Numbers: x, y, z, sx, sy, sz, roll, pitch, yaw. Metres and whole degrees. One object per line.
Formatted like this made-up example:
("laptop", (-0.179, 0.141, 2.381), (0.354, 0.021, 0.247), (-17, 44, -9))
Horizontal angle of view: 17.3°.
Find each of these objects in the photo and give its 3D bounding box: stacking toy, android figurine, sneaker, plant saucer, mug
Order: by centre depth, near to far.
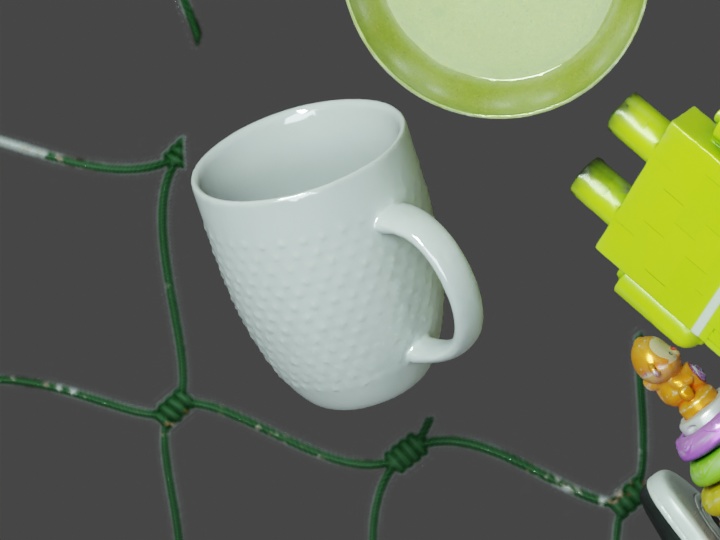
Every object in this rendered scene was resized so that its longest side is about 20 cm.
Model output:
("plant saucer", (0.087, -0.197, 1.515), (0.199, 0.031, 0.201), (3, 110, 10))
("android figurine", (0.232, -0.022, 1.534), (0.200, 0.041, 0.182), (40, 133, 16))
("mug", (0.000, 0.000, 1.553), (0.200, 0.148, 0.176), (11, 128, 45))
("stacking toy", (0.253, 0.119, 1.587), (0.110, 0.116, 0.200), (-40, 91, 23))
("sneaker", (0.231, 0.243, 1.649), (0.112, 0.073, 0.200), (-36, 101, 19))

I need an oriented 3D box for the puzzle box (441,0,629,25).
("puzzle box", (0.093, -0.237, 1.530), (0.199, 0.025, 0.134), (8, 110, 9))
